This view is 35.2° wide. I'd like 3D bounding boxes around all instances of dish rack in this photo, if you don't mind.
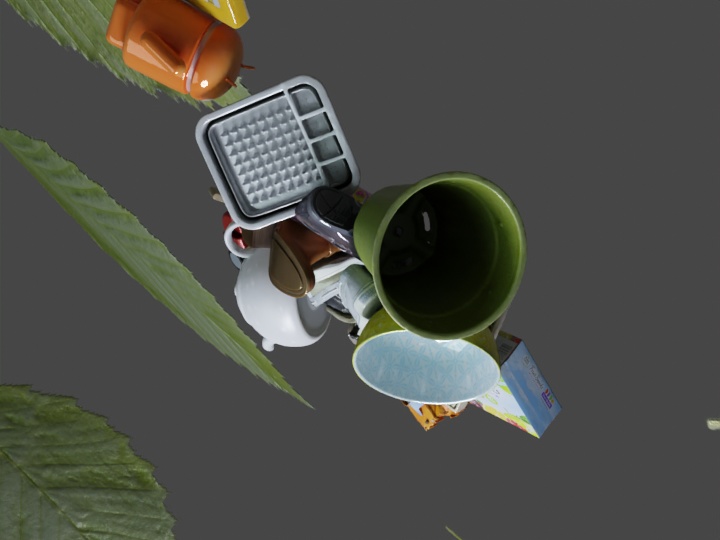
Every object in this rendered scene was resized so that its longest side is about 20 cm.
[{"bbox_3d":[-0.108,-0.161,1.532,0.173,0.198,0.044,66,-160,-15],"label":"dish rack"}]

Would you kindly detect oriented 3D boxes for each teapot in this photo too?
[{"bbox_3d":[-0.138,0.027,1.844,0.145,0.202,0.197,1,174,21],"label":"teapot"}]

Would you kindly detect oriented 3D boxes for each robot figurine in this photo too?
[{"bbox_3d":[-0.246,-0.305,1.552,0.199,0.117,0.144,25,167,1],"label":"robot figurine"},{"bbox_3d":[0.089,0.156,1.845,0.058,0.145,0.201,-43,73,33],"label":"robot figurine"}]

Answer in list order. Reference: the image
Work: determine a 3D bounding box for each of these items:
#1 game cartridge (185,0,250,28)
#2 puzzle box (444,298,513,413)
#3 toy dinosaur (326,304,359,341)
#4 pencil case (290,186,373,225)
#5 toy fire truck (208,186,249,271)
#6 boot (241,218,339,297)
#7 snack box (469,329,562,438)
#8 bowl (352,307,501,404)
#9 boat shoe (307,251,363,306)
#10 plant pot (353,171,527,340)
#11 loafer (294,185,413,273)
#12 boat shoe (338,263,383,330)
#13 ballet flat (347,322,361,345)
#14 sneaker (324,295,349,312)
[{"bbox_3d":[-0.232,-0.421,1.454,0.176,0.032,0.201,34,160,30],"label":"game cartridge"},{"bbox_3d":[0.124,0.085,1.595,0.133,0.025,0.201,34,122,26],"label":"puzzle box"},{"bbox_3d":[0.026,0.071,1.696,0.199,0.089,0.048,-14,132,30],"label":"toy dinosaur"},{"bbox_3d":[-0.059,-0.099,1.609,0.199,0.088,0.088,24,158,8],"label":"pencil case"},{"bbox_3d":[-0.190,-0.084,1.957,0.175,0.128,0.201,22,139,50],"label":"toy fire truck"},{"bbox_3d":[-0.068,-0.029,1.642,0.200,0.154,0.077,39,126,52],"label":"boot"},{"bbox_3d":[0.184,0.145,1.699,0.199,0.068,0.169,22,154,47],"label":"snack box"},{"bbox_3d":[0.093,0.086,1.518,0.198,0.108,0.201,7,148,4],"label":"bowl"},{"bbox_3d":[-0.001,0.001,1.675,0.201,0.074,0.065,-18,107,28],"label":"boat shoe"},{"bbox_3d":[0.075,-0.034,1.415,0.201,0.200,0.190,52,171,-22],"label":"plant pot"},{"bbox_3d":[0.001,-0.050,1.531,0.199,0.072,0.063,30,152,-26],"label":"loafer"},{"bbox_3d":[0.008,0.032,1.564,0.072,0.070,0.201,50,176,13],"label":"boat shoe"},{"bbox_3d":[0.036,0.098,1.753,0.199,0.068,0.067,28,155,49],"label":"ballet flat"},{"bbox_3d":[-0.013,0.027,1.797,0.114,0.076,0.200,35,155,42],"label":"sneaker"}]
